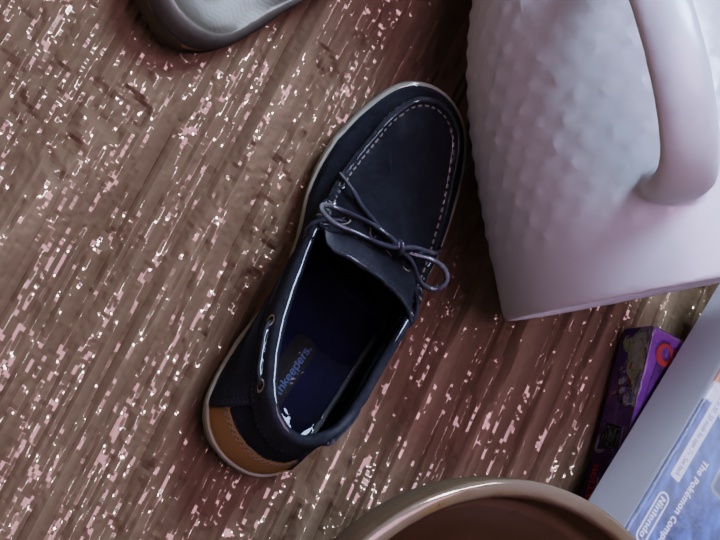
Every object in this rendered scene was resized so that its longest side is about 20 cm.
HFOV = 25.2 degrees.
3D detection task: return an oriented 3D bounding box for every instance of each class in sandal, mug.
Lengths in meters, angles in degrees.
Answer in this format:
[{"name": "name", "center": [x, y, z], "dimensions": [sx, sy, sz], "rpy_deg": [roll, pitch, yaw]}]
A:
[{"name": "sandal", "center": [-0.019, -0.170, 0.718], "dimensions": [0.200, 0.054, 0.082], "rpy_deg": [-40, 104, -29]}, {"name": "mug", "center": [0.120, -0.079, 0.710], "dimensions": [0.146, 0.200, 0.177], "rpy_deg": [-11, 86, -1]}]

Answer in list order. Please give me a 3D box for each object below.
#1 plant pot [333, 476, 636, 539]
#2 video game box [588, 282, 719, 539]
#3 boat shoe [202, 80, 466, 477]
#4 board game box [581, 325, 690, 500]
[{"name": "plant pot", "center": [0.036, 0.186, 0.677], "dimensions": [0.199, 0.093, 0.203], "rpy_deg": [1, 88, -25]}, {"name": "video game box", "center": [0.204, 0.128, 0.789], "dimensions": [0.182, 0.047, 0.201], "rpy_deg": [47, 63, -21]}, {"name": "boat shoe", "center": [0.000, 0.000, 0.705], "dimensions": [0.074, 0.062, 0.201], "rpy_deg": [38, 65, -19]}, {"name": "board game box", "center": [0.200, 0.122, 0.828], "dimensions": [0.199, 0.032, 0.121], "rpy_deg": [27, 75, -26]}]
